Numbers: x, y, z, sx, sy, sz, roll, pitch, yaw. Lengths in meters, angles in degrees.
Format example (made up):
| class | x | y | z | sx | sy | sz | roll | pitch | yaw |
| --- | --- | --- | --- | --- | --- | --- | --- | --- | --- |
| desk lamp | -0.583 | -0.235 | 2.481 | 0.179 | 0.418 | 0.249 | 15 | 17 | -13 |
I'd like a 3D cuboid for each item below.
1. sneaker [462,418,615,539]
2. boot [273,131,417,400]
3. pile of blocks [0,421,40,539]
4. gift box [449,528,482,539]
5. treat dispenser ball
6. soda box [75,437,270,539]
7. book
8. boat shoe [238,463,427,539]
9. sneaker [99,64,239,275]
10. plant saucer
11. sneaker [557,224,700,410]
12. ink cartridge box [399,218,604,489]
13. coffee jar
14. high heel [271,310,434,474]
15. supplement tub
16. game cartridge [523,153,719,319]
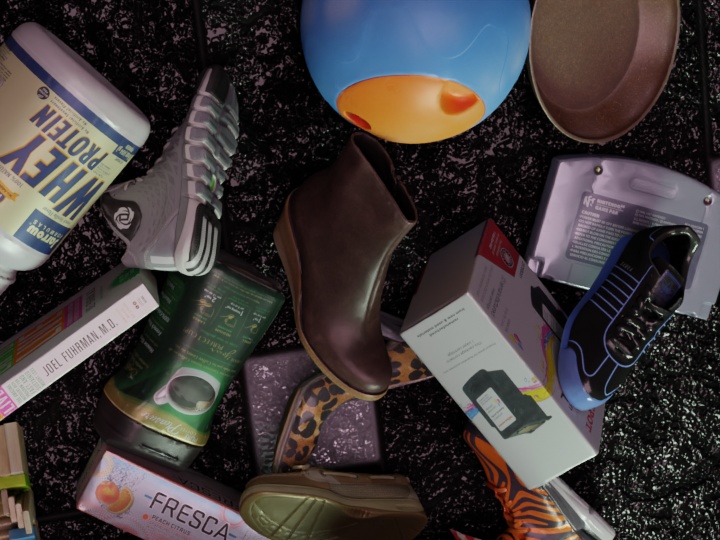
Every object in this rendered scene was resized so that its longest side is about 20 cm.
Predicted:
| class | x | y | z | sx | sy | sz | roll | pitch | yaw |
| --- | --- | --- | --- | --- | --- | --- | --- | --- | --- |
| sneaker | 0.151 | 0.238 | 1.452 | 0.200 | 0.078 | 0.112 | 43 | 90 | -15 |
| boot | 0.000 | 0.000 | 1.311 | 0.072 | 0.166 | 0.201 | -18 | 74 | -39 |
| pile of blocks | -0.328 | 0.236 | 1.362 | 0.061 | 0.082 | 0.202 | -9 | 103 | -9 |
| gift box | 0.109 | 0.371 | 1.390 | 0.199 | 0.187 | 0.186 | 20 | 129 | 28 |
| treat dispenser ball | 0.047 | -0.211 | 1.282 | 0.199 | 0.201 | 0.203 | -2 | 101 | -10 |
| soda box | -0.165 | 0.225 | 1.396 | 0.199 | 0.068 | 0.064 | 28 | 96 | -15 |
| book | -0.266 | 0.068 | 1.314 | 0.199 | 0.134 | 0.048 | -36 | 104 | -2 |
| boat shoe | -0.029 | 0.212 | 1.393 | 0.199 | 0.063 | 0.073 | 9 | 131 | -31 |
| sneaker | -0.177 | -0.092 | 1.317 | 0.114 | 0.075 | 0.202 | -2 | 64 | 18 |
| plant saucer | 0.215 | -0.219 | 1.365 | 0.199 | 0.036 | 0.203 | -12 | 110 | -37 |
| sneaker | 0.245 | 0.036 | 1.348 | 0.070 | 0.078 | 0.201 | 40 | 58 | -20 |
| ink cartridge box | 0.139 | 0.076 | 1.375 | 0.082 | 0.146 | 0.200 | -32 | 107 | 27 |
| coffee jar | -0.159 | 0.080 | 1.357 | 0.104 | 0.085 | 0.201 | 27 | 95 | -32 |
| high heel | 0.004 | 0.136 | 1.406 | 0.141 | 0.071 | 0.202 | 22 | 87 | -7 |
| supplement tub | -0.292 | -0.093 | 1.272 | 0.145 | 0.145 | 0.200 | 40 | 92 | -15 |
| game cartridge | 0.264 | -0.039 | 1.441 | 0.198 | 0.041 | 0.134 | 14 | 101 | -13 |
